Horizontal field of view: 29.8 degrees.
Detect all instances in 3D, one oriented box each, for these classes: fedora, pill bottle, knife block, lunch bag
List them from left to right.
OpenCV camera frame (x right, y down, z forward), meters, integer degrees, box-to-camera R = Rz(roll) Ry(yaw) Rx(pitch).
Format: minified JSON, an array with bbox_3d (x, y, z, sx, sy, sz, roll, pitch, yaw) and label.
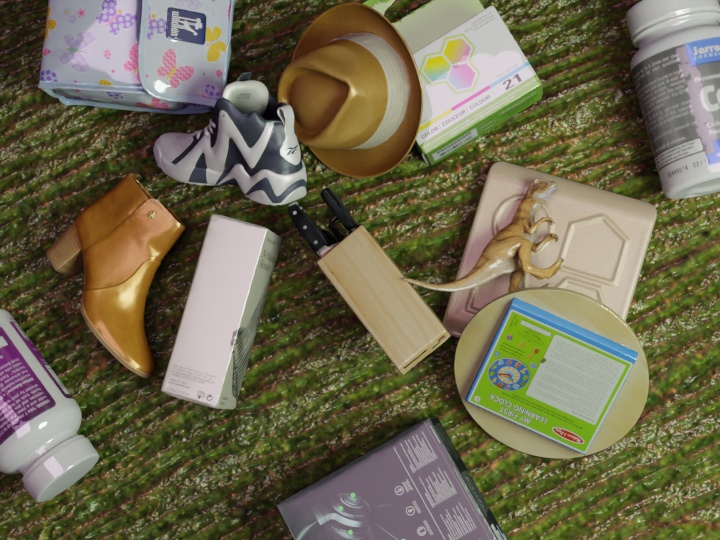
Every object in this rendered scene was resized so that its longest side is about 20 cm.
[{"bbox_3d":[-0.376,0.149,1.476,0.112,0.112,0.200,-39,79,3],"label":"pill bottle"},{"bbox_3d":[-0.241,-0.266,1.498,0.199,0.127,0.170,6,87,3],"label":"lunch bag"},{"bbox_3d":[-0.026,-0.184,1.427,0.200,0.082,0.201,17,116,40],"label":"fedora"},{"bbox_3d":[0.000,0.000,1.408,0.064,0.200,0.176,-40,109,3],"label":"knife block"},{"bbox_3d":[0.345,-0.184,1.401,0.113,0.114,0.201,-14,82,7],"label":"pill bottle"}]

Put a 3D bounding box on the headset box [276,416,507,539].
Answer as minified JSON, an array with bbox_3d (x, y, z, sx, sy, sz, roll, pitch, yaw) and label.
[{"bbox_3d":[0.033,0.275,1.407,0.200,0.093,0.175,-31,80,5],"label":"headset box"}]

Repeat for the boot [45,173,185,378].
[{"bbox_3d":[-0.245,0.002,1.493,0.144,0.071,0.201,-39,74,6],"label":"boot"}]

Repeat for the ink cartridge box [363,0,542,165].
[{"bbox_3d":[0.084,-0.239,1.467,0.148,0.076,0.200,-31,81,4],"label":"ink cartridge box"}]

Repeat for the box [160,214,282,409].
[{"bbox_3d":[-0.149,0.046,1.469,0.068,0.082,0.201,15,87,11],"label":"box"}]

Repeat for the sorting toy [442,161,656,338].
[{"bbox_3d":[0.201,0.000,1.446,0.184,0.036,0.201,17,82,10],"label":"sorting toy"}]

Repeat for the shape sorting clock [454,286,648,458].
[{"bbox_3d":[0.195,0.106,1.392,0.199,0.039,0.201,5,114,12],"label":"shape sorting clock"}]

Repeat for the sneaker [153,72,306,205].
[{"bbox_3d":[-0.143,-0.155,1.450,0.199,0.079,0.130,22,121,38],"label":"sneaker"}]

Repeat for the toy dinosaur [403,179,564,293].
[{"bbox_3d":[0.147,-0.010,1.407,0.106,0.060,0.200,38,65,17],"label":"toy dinosaur"}]
